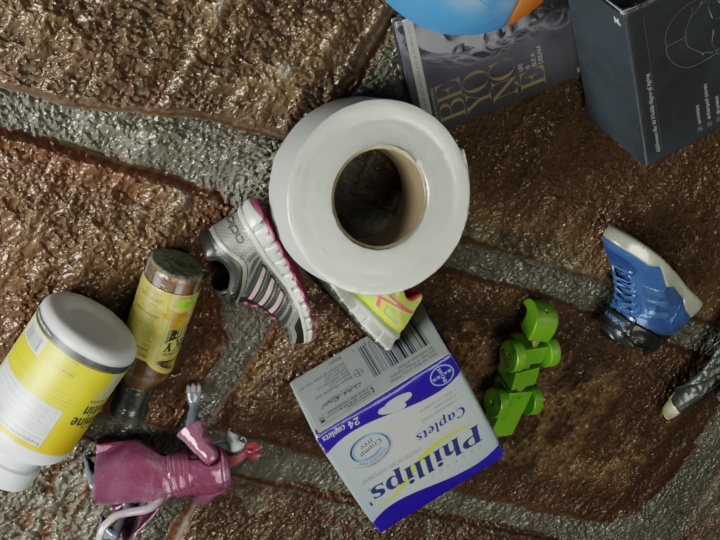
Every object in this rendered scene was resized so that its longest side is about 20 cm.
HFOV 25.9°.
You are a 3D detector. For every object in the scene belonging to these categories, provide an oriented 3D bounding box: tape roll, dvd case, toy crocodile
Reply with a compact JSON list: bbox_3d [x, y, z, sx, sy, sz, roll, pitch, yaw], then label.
[{"bbox_3d":[0.010,-0.078,1.607,0.201,0.071,0.204,-3,98,-19],"label":"tape roll"},{"bbox_3d":[0.137,-0.234,1.639,0.199,0.016,0.149,-22,130,-9],"label":"dvd case"},{"bbox_3d":[0.190,0.123,1.898,0.067,0.062,0.201,-7,131,-28],"label":"toy crocodile"}]

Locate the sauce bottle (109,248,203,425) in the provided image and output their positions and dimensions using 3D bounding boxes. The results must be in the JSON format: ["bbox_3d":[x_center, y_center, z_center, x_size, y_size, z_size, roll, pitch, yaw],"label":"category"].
[{"bbox_3d":[-0.222,0.074,1.664,0.064,0.065,0.201,5,122,-28],"label":"sauce bottle"}]

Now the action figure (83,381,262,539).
[{"bbox_3d":[-0.205,0.224,1.734,0.199,0.149,0.134,-14,123,2],"label":"action figure"}]

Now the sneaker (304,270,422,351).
[{"bbox_3d":[0.000,0.000,1.715,0.090,0.078,0.200,-45,134,-4],"label":"sneaker"}]

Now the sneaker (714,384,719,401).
[{"bbox_3d":[0.549,0.113,2.053,0.199,0.080,0.077,-27,89,-25],"label":"sneaker"}]

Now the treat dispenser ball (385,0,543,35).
[{"bbox_3d":[0.096,-0.317,1.437,0.200,0.201,0.202,-12,128,-17],"label":"treat dispenser ball"}]

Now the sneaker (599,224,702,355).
[{"bbox_3d":[0.325,0.033,1.878,0.111,0.077,0.200,-49,136,2],"label":"sneaker"}]

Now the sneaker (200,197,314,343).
[{"bbox_3d":[-0.111,0.011,1.667,0.087,0.074,0.200,-22,134,3],"label":"sneaker"}]

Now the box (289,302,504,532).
[{"bbox_3d":[0.046,0.174,1.834,0.183,0.105,0.200,-31,131,-1],"label":"box"}]

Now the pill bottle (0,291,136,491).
[{"bbox_3d":[-0.326,0.129,1.622,0.112,0.112,0.200,23,112,-35],"label":"pill bottle"}]

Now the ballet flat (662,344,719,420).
[{"bbox_3d":[0.454,0.113,2.025,0.057,0.066,0.200,39,108,7],"label":"ballet flat"}]

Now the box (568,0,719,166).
[{"bbox_3d":[0.338,-0.251,1.644,0.196,0.124,0.201,-28,131,-12],"label":"box"}]
